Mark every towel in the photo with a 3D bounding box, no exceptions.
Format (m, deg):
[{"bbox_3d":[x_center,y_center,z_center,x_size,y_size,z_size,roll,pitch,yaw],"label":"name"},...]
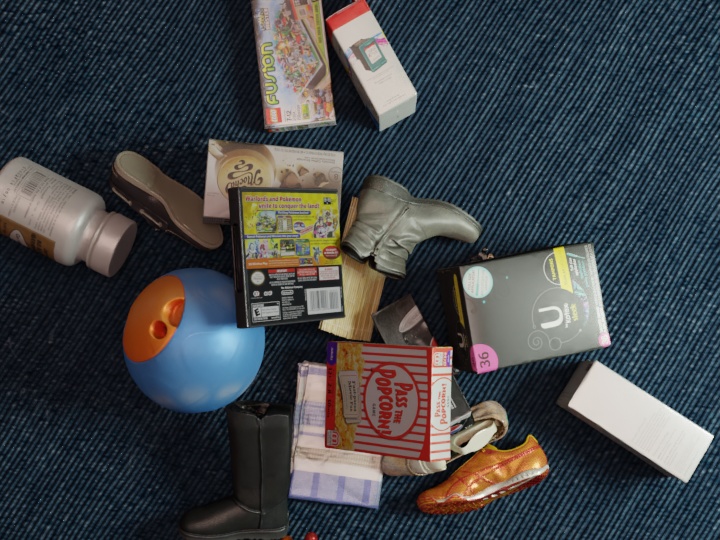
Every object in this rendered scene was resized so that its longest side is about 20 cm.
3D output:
[{"bbox_3d":[-0.031,0.240,1.706,0.145,0.024,0.203,7,87,-1],"label":"towel"}]

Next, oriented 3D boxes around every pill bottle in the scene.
[{"bbox_3d":[-0.432,-0.073,1.692,0.198,0.114,0.115,26,86,3],"label":"pill bottle"}]

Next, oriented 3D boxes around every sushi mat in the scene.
[{"bbox_3d":[0.000,0.000,1.704,0.095,0.012,0.203,18,84,-39],"label":"sushi mat"}]

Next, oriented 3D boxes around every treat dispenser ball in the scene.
[{"bbox_3d":[-0.233,0.098,1.631,0.198,0.201,0.204,0,85,1],"label":"treat dispenser ball"}]

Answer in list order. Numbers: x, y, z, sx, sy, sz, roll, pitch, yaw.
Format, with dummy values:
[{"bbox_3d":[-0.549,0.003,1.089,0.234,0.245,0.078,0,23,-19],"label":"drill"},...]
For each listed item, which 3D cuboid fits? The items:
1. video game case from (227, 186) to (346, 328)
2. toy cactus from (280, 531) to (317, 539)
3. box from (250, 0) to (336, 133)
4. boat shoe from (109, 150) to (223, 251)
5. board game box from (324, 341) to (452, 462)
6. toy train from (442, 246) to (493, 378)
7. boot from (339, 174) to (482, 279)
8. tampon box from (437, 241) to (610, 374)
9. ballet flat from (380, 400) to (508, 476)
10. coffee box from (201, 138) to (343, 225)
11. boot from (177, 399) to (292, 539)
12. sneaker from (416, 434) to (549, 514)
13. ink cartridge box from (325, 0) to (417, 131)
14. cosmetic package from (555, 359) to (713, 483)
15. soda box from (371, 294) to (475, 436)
[{"bbox_3d":[-0.097,-0.020,1.580,0.025,0.199,0.183,-4,90,40],"label":"video game case"},{"bbox_3d":[-0.130,0.473,1.661,0.198,0.102,0.167,-24,95,-10],"label":"toy cactus"},{"bbox_3d":[-0.100,-0.313,1.747,0.108,0.035,0.203,-7,85,0],"label":"box"},{"bbox_3d":[-0.290,-0.092,1.730,0.199,0.073,0.063,40,130,-2],"label":"boat shoe"},{"bbox_3d":[0.037,0.177,1.615,0.198,0.046,0.154,-1,87,43],"label":"board game box"},{"bbox_3d":[0.161,0.064,1.712,0.045,0.034,0.202,18,86,-1],"label":"toy train"},{"bbox_3d":[0.071,-0.042,1.678,0.198,0.068,0.132,21,70,-13],"label":"boot"},{"bbox_3d":[0.227,0.051,1.645,0.197,0.126,0.152,-11,90,-11],"label":"tampon box"},{"bbox_3d":[0.123,0.249,1.671,0.198,0.067,0.069,-29,117,-3],"label":"ballet flat"},{"bbox_3d":[-0.127,-0.120,1.695,0.197,0.080,0.115,5,84,-8],"label":"coffee box"},{"bbox_3d":[-0.177,0.281,1.642,0.162,0.066,0.202,-2,115,-10],"label":"boot"},{"bbox_3d":[0.172,0.298,1.685,0.198,0.073,0.078,-20,63,-5],"label":"sneaker"},{"bbox_3d":[0.007,-0.316,1.705,0.067,0.116,0.202,-29,85,-1],"label":"ink cartridge box"},{"bbox_3d":[0.387,0.211,1.659,0.199,0.113,0.082,31,86,5],"label":"cosmetic package"},{"bbox_3d":[0.089,0.139,1.660,0.070,0.063,0.201,-27,65,-1],"label":"soda box"}]
